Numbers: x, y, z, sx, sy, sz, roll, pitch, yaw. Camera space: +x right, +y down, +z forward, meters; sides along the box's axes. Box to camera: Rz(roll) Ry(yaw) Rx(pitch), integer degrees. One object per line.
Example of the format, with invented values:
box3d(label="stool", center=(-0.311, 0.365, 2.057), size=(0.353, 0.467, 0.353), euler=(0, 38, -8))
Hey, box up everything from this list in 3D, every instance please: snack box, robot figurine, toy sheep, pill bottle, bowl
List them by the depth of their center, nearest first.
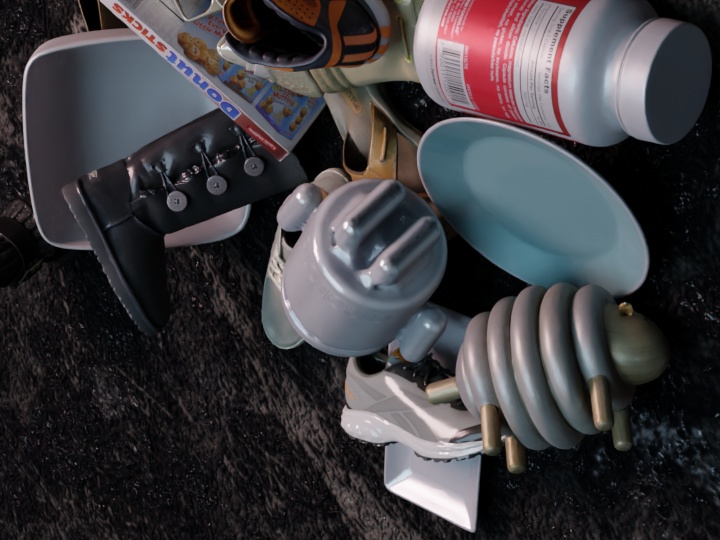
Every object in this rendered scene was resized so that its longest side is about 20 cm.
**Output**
box3d(label="pill bottle", center=(0.145, -0.152, 1.404), size=(0.199, 0.112, 0.113), euler=(19, 121, 38))
box3d(label="toy sheep", center=(0.140, 0.077, 1.493), size=(0.198, 0.138, 0.139), euler=(-13, 100, 19))
box3d(label="robot figurine", center=(0.000, 0.000, 1.572), size=(0.170, 0.113, 0.200), euler=(48, 155, 7))
box3d(label="snack box", center=(-0.118, -0.184, 1.624), size=(0.200, 0.072, 0.024), euler=(42, 150, -10))
box3d(label="bowl", center=(-0.194, -0.124, 1.726), size=(0.075, 0.198, 0.201), euler=(-103, 11, -62))

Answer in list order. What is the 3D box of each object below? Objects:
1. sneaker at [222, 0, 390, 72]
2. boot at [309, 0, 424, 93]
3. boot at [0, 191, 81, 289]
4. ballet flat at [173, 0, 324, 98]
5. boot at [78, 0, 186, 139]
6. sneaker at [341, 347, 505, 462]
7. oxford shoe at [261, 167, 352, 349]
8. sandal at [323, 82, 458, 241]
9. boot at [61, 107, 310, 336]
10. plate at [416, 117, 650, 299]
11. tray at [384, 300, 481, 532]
box3d(label="sneaker", center=(-0.075, -0.220, 1.477), size=(0.200, 0.112, 0.078), euler=(40, 125, 28))
box3d(label="boot", center=(0.009, -0.236, 1.520), size=(0.154, 0.073, 0.202), euler=(-1, 113, 36))
box3d(label="boot", center=(-0.314, -0.046, 1.873), size=(0.080, 0.157, 0.211), euler=(52, 136, 13))
box3d(label="ballet flat", center=(-0.107, -0.208, 1.598), size=(0.200, 0.062, 0.067), euler=(52, 179, -1))
box3d(label="boot", center=(-0.209, -0.195, 1.765), size=(0.073, 0.075, 0.202), euler=(0, 109, 43))
box3d(label="sneaker", center=(0.057, 0.107, 1.608), size=(0.199, 0.074, 0.080), euler=(8, 108, 43))
box3d(label="oxford shoe", center=(-0.055, -0.006, 1.710), size=(0.075, 0.058, 0.201), euler=(43, 135, 19))
box3d(label="sandal", center=(0.012, -0.102, 1.601), size=(0.201, 0.054, 0.080), euler=(56, 137, 10))
box3d(label="boot", center=(-0.134, -0.050, 1.701), size=(0.166, 0.199, 0.066), euler=(63, 180, -29))
box3d(label="plate", center=(0.133, -0.051, 1.479), size=(0.199, 0.026, 0.201), euler=(28, 153, 15))
box3d(label="tray", center=(0.068, 0.116, 1.669), size=(0.107, 0.022, 0.202), euler=(22, 122, 36))
